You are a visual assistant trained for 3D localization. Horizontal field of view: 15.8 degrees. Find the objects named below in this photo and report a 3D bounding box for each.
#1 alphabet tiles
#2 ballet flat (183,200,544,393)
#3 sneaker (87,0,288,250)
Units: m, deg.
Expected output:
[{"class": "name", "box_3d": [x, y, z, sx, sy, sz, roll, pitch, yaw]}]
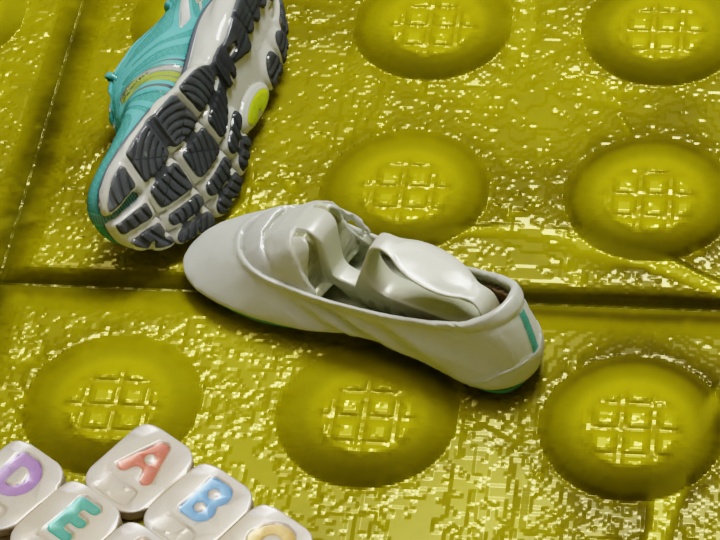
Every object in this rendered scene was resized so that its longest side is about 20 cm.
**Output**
[{"class": "alphabet tiles", "box_3d": [-0.124, 0.155, 1.186, 0.200, 0.015, 0.195, 31, 57, 31]}, {"class": "ballet flat", "box_3d": [0.000, 0.000, 1.280, 0.199, 0.070, 0.070, 19, 52, 23]}, {"class": "sneaker", "box_3d": [-0.100, -0.082, 1.379, 0.079, 0.078, 0.200, -6, 39, 28]}]
